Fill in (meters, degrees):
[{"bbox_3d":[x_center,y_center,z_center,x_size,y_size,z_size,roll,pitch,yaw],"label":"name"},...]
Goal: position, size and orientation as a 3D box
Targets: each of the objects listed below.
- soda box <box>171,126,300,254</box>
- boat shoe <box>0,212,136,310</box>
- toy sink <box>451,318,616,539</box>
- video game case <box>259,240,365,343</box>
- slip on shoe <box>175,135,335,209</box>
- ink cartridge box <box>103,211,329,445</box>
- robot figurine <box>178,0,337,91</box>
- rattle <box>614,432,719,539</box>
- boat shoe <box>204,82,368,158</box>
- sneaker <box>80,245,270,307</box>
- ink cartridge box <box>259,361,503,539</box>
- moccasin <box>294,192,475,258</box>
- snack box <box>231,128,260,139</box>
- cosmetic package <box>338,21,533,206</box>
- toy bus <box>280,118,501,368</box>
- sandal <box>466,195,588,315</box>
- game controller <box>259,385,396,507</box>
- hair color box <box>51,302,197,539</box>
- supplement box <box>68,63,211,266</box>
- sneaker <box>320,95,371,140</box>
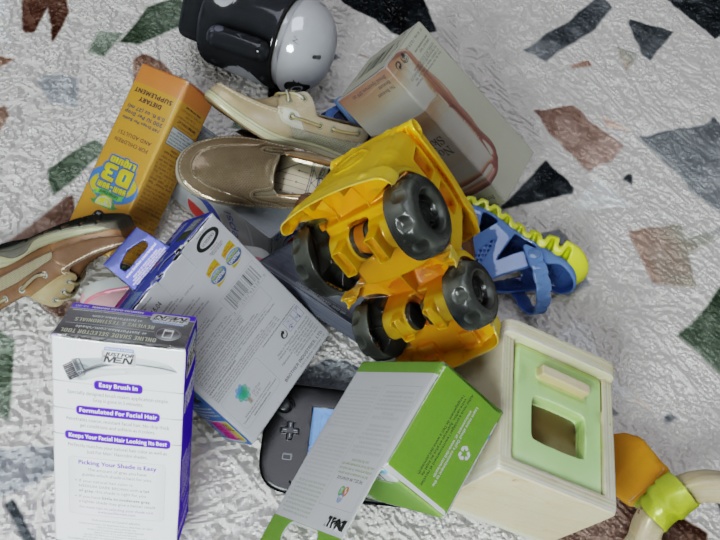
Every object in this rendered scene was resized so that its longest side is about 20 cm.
[{"bbox_3d":[-0.151,-0.089,1.029,0.199,0.064,0.068,36,57,18],"label":"soda box"},{"bbox_3d":[-0.309,-0.003,0.918,0.197,0.075,0.076,-16,10,17],"label":"boat shoe"},{"bbox_3d":[0.155,0.126,0.855,0.129,0.112,0.202,24,51,-19],"label":"toy sink"},{"bbox_3d":[0.000,0.000,0.961,0.142,0.019,0.200,32,32,15],"label":"video game case"},{"bbox_3d":[-0.094,-0.099,0.954,0.197,0.061,0.077,13,80,-3],"label":"slip on shoe"},{"bbox_3d":[-0.143,0.044,0.855,0.200,0.076,0.137,47,62,-21],"label":"ink cartridge box"},{"bbox_3d":[-0.126,-0.297,1.146,0.198,0.125,0.152,22,66,10],"label":"robot figurine"},{"bbox_3d":[0.327,0.245,0.866,0.197,0.143,0.132,17,85,-12],"label":"rattle"},{"bbox_3d":[-0.077,-0.169,1.013,0.198,0.066,0.072,21,10,-32],"label":"boat shoe"},{"bbox_3d":[-0.175,0.047,0.925,0.197,0.076,0.106,-14,59,-12],"label":"sneaker"},{"bbox_3d":[0.010,0.179,0.772,0.076,0.147,0.201,39,69,-18],"label":"ink cartridge box"},{"bbox_3d":[0.028,-0.044,0.937,0.199,0.074,0.079,13,69,-14],"label":"moccasin"},{"bbox_3d":[-0.050,-0.104,1.029,0.198,0.025,0.072,26,12,-2],"label":"snack box"},{"bbox_3d":[0.085,-0.160,1.027,0.200,0.103,0.088,43,57,-16],"label":"cosmetic package"},{"bbox_3d":[0.048,-0.035,0.845,0.201,0.135,0.193,52,37,-21],"label":"toy bus"},{"bbox_3d":[0.146,-0.015,1.000,0.198,0.080,0.088,22,53,11],"label":"sandal"},{"bbox_3d":[0.004,0.169,0.876,0.197,0.042,0.105,7,54,-1],"label":"game controller"},{"bbox_3d":[-0.199,0.135,0.780,0.108,0.203,0.065,7,24,-2],"label":"hair color box"},{"bbox_3d":[-0.234,-0.110,0.975,0.066,0.069,0.202,22,89,17],"label":"supplement box"},{"bbox_3d":[0.011,-0.194,1.111,0.198,0.083,0.074,-27,62,-21],"label":"sneaker"}]
